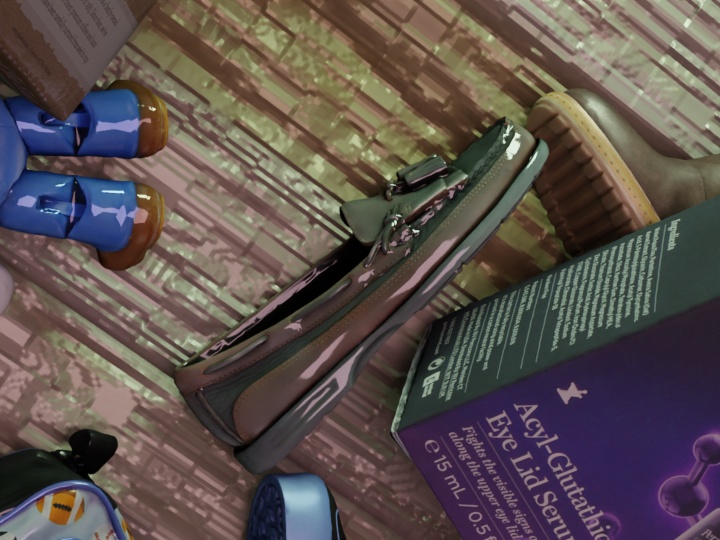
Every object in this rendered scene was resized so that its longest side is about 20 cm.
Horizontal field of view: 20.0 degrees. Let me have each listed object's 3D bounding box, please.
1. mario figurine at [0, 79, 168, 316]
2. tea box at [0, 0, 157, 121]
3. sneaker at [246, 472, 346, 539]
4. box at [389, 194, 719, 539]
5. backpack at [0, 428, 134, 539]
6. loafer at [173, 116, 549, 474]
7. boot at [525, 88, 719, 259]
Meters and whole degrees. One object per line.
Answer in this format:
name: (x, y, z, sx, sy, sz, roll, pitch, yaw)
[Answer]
mario figurine: (-0.188, -0.051, 0.862, 0.200, 0.124, 0.106, 7, 137, -25)
tea box: (-0.162, -0.179, 0.752, 0.197, 0.200, 0.134, 35, 85, 7)
sneaker: (-0.005, 0.184, 0.933, 0.078, 0.070, 0.200, -8, 104, -19)
box: (0.139, 0.066, 0.891, 0.200, 0.104, 0.148, -26, 109, 23)
backpack: (-0.151, 0.194, 0.852, 0.200, 0.154, 0.191, -26, 112, -15)
loafer: (0.000, 0.000, 0.914, 0.063, 0.072, 0.200, 43, 86, -7)
boot: (0.185, -0.039, 0.977, 0.166, 0.072, 0.200, -42, 102, -23)
